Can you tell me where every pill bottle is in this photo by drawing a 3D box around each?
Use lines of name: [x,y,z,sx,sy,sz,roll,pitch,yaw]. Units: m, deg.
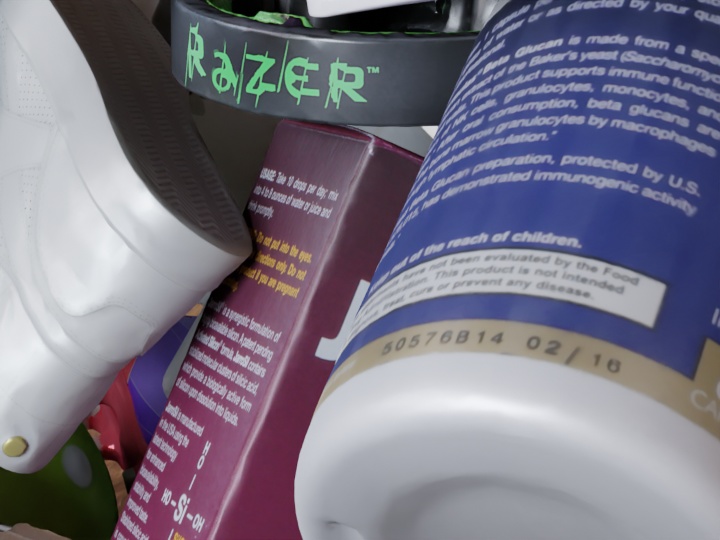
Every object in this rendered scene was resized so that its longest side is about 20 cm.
pill bottle: [0.067,-0.008,0.570,0.111,0.111,0.201,-44,18,50]

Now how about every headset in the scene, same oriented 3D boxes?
headset: [0.031,-0.090,0.712,0.123,0.200,0.095,13,110,32]

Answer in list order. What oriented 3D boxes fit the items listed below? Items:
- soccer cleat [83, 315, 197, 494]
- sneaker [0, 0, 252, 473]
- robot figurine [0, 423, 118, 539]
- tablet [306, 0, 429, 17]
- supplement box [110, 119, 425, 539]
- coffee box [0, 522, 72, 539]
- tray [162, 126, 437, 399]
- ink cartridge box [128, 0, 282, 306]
soccer cleat: [-0.052,0.079,0.910,0.200,0.076,0.067,-123,23,-51]
sneaker: [-0.106,-0.024,0.752,0.116,0.074,0.200,-48,31,16]
robot figurine: [-0.140,0.088,0.840,0.200,0.115,0.177,126,143,-82]
tablet: [0.094,-0.099,0.560,0.199,0.014,0.130,-4,31,40]
supplement box: [-0.001,0.071,0.693,0.201,0.110,0.086,-68,19,-1]
coffee box: [0.006,0.129,0.452,0.080,0.199,0.115,6,73,57]
tray: [0.000,0.000,0.817,0.107,0.022,0.200,47,120,30]
ink cartridge box: [-0.025,-0.089,0.882,0.201,0.146,0.083,-63,20,17]
